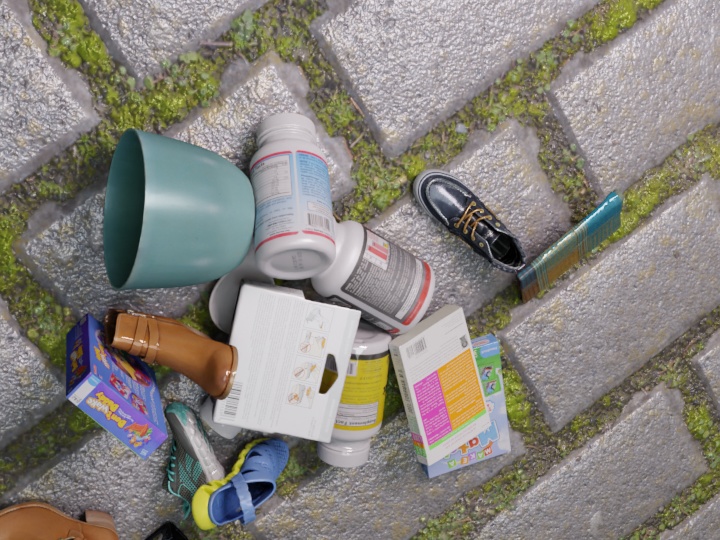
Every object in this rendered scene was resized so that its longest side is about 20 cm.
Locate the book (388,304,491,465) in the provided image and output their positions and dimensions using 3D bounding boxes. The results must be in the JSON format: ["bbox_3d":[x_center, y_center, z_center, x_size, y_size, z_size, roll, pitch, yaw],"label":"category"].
[{"bbox_3d":[0.119,0.172,1.463,0.132,0.048,0.204,-28,115,-33],"label":"book"}]

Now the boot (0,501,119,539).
[{"bbox_3d":[-0.433,0.399,1.360,0.196,0.155,0.078,10,106,-20],"label":"boot"}]

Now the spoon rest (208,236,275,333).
[{"bbox_3d":[-0.159,-0.002,1.375,0.097,0.061,0.204,4,106,-19],"label":"spoon rest"}]

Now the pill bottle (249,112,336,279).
[{"bbox_3d":[-0.092,-0.100,1.290,0.107,0.109,0.204,3,64,-18],"label":"pill bottle"}]

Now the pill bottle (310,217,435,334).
[{"bbox_3d":[0.000,0.000,1.396,0.198,0.116,0.117,29,98,-24],"label":"pill bottle"}]

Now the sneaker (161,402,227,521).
[{"bbox_3d":[-0.256,0.290,1.436,0.090,0.078,0.203,-22,112,-5],"label":"sneaker"}]

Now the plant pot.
[{"bbox_3d":[-0.231,-0.072,1.263,0.158,0.200,0.204,4,107,-29],"label":"plant pot"}]

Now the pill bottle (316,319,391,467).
[{"bbox_3d":[-0.017,0.184,1.455,0.109,0.111,0.204,1,108,-18],"label":"pill bottle"}]

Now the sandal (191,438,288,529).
[{"bbox_3d":[-0.155,0.313,1.422,0.086,0.200,0.081,-4,112,30],"label":"sandal"}]

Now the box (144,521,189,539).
[{"bbox_3d":[-0.249,0.504,1.458,0.086,0.164,0.201,-37,114,-2],"label":"box"}]

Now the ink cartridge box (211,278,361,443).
[{"bbox_3d":[-0.105,0.128,1.370,0.170,0.044,0.204,12,99,-12],"label":"ink cartridge box"}]

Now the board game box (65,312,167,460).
[{"bbox_3d":[-0.326,0.150,1.295,0.045,0.200,0.135,-43,114,1],"label":"board game box"}]

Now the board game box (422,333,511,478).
[{"bbox_3d":[0.159,0.217,1.563,0.148,0.037,0.204,-15,112,-13],"label":"board game box"}]

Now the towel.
[{"bbox_3d":[0.318,-0.034,1.491,0.199,0.022,0.147,-39,159,-1],"label":"towel"}]

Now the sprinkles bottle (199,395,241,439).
[{"bbox_3d":[-0.149,0.149,1.424,0.068,0.068,0.201,39,93,-25],"label":"sprinkles bottle"}]

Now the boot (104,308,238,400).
[{"bbox_3d":[-0.254,0.102,1.302,0.153,0.200,0.078,21,98,-31],"label":"boot"}]

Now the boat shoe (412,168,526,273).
[{"bbox_3d":[0.166,-0.074,1.438,0.199,0.091,0.071,37,94,-24],"label":"boat shoe"}]
